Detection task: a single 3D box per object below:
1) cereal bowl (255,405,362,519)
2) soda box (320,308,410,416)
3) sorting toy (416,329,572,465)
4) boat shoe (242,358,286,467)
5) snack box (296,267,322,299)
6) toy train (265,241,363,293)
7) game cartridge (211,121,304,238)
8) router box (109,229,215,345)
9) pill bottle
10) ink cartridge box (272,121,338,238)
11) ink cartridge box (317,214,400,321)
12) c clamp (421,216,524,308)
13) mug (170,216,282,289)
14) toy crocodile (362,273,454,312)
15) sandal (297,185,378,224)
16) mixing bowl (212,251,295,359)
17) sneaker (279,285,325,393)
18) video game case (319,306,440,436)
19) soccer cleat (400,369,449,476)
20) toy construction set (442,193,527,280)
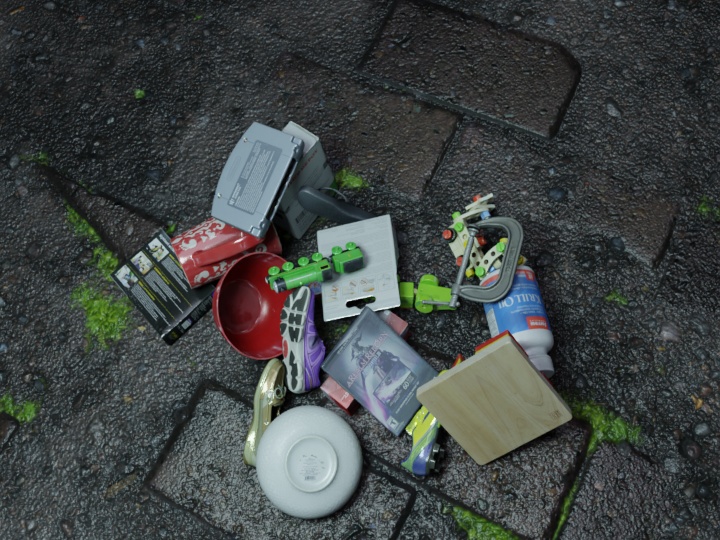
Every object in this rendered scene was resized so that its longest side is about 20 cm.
[{"bbox_3d":[-0.089,0.343,1.464,0.195,0.083,0.206,1,79,-7],"label":"cereal bowl"},{"bbox_3d":[0.012,0.173,1.565,0.069,0.064,0.201,33,77,20],"label":"soda box"},{"bbox_3d":[0.231,0.215,1.427,0.197,0.200,0.070,-33,24,23],"label":"sorting toy"},{"bbox_3d":[-0.167,0.270,1.538,0.062,0.073,0.206,12,82,15],"label":"boat shoe"},{"bbox_3d":[-0.034,0.003,1.669,0.195,0.024,0.073,-16,64,3],"label":"snack box"},{"bbox_3d":[-0.085,-0.002,1.563,0.196,0.042,0.057,-19,44,-12],"label":"toy train"},{"bbox_3d":[-0.200,-0.175,1.554,0.131,0.040,0.204,23,84,20],"label":"game cartridge"},{"bbox_3d":[-0.407,0.033,1.709,0.149,0.051,0.200,-41,66,-11],"label":"router box"},{"bbox_3d":[0.295,0.104,1.518,0.110,0.113,0.204,-14,65,4],"label":"pill bottle"},{"bbox_3d":[-0.134,-0.182,1.671,0.083,0.201,0.147,32,75,23],"label":"ink cartridge box"},{"bbox_3d":[0.000,0.000,1.618,0.158,0.050,0.204,-12,64,11],"label":"ink cartridge box"},{"bbox_3d":[0.216,-0.016,1.529,0.168,0.027,0.204,11,70,37],"label":"c clamp"},{"bbox_3d":[-0.271,-0.061,1.628,0.197,0.178,0.135,-25,75,-10],"label":"mug"},{"bbox_3d":[0.095,0.050,1.609,0.195,0.062,0.069,5,51,7],"label":"toy crocodile"},{"bbox_3d":[-0.047,-0.131,1.656,0.075,0.197,0.044,-14,62,48],"label":"sandal"},{"bbox_3d":[-0.216,0.069,1.602,0.107,0.199,0.204,-4,57,53],"label":"mixing bowl"},{"bbox_3d":[-0.106,0.131,1.574,0.080,0.082,0.206,11,100,51],"label":"sneaker"},{"bbox_3d":[0.040,0.187,1.519,0.200,0.019,0.144,43,76,-13],"label":"video game case"},{"bbox_3d":[0.124,0.274,1.502,0.082,0.065,0.204,5,64,26],"label":"soccer cleat"},{"bbox_3d":[0.240,-0.062,1.611,0.130,0.092,0.203,-33,53,23],"label":"toy construction set"}]
